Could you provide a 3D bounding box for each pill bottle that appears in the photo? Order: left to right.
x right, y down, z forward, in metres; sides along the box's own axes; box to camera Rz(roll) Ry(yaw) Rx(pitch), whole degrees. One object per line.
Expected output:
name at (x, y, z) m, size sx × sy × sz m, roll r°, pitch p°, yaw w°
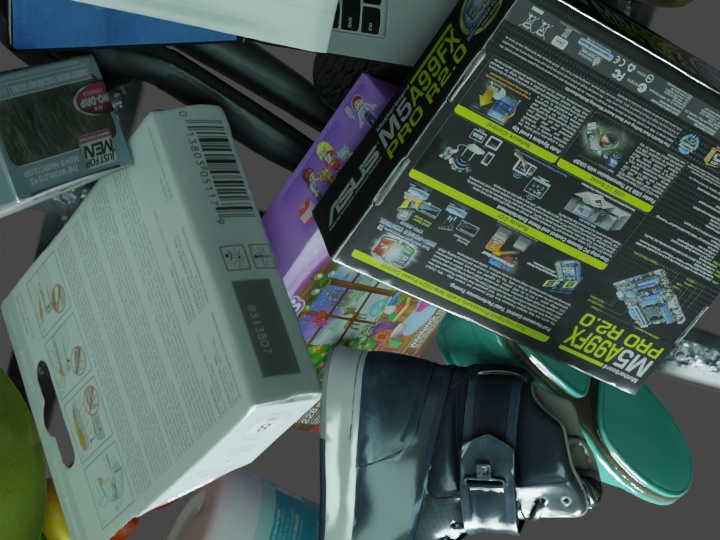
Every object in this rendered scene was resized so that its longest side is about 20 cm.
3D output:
pill bottle at (-0.019, 0.201, 0.984) m, size 0.199 × 0.111 × 0.111 m, roll 28°, pitch 113°, yaw -16°

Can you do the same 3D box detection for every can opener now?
can opener at (-0.089, -0.109, 0.858) m, size 0.199 × 0.079 × 0.064 m, roll 23°, pitch 76°, yaw -17°

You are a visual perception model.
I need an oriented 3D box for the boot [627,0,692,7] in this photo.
boot at (0.178, -0.209, 0.802) m, size 0.075 × 0.074 × 0.200 m, roll 20°, pitch 129°, yaw -25°

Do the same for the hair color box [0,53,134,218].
hair color box at (-0.221, -0.040, 0.819) m, size 0.199 × 0.099 × 0.061 m, roll -18°, pitch 96°, yaw 28°

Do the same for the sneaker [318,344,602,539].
sneaker at (0.051, 0.144, 0.875) m, size 0.145 × 0.077 × 0.204 m, roll 3°, pitch 104°, yaw 6°

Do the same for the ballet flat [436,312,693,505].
ballet flat at (0.111, 0.071, 0.947) m, size 0.070 × 0.068 × 0.200 m, roll -15°, pitch 137°, yaw 38°

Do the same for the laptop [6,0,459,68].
laptop at (-0.045, -0.185, 0.758) m, size 0.198 × 0.116 × 0.189 m, roll 12°, pitch 111°, yaw 23°

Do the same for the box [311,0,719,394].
box at (0.102, -0.041, 0.807) m, size 0.199 × 0.044 × 0.161 m, roll 23°, pitch 116°, yaw -29°

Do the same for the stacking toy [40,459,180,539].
stacking toy at (-0.177, 0.156, 0.979) m, size 0.199 × 0.086 × 0.086 m, roll -36°, pitch 114°, yaw 9°

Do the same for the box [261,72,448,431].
box at (0.000, 0.000, 0.883) m, size 0.136 × 0.039 × 0.201 m, roll 12°, pitch 123°, yaw -46°

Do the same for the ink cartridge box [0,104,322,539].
ink cartridge box at (-0.108, 0.037, 0.860) m, size 0.057 × 0.164 × 0.200 m, roll -6°, pitch 155°, yaw -34°

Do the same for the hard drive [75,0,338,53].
hard drive at (-0.057, -0.207, 0.731) m, size 0.131 × 0.027 × 0.202 m, roll 11°, pitch 108°, yaw -7°

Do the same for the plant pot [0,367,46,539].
plant pot at (-0.284, 0.125, 0.849) m, size 0.185 × 0.200 × 0.189 m, roll 1°, pitch 94°, yaw 12°

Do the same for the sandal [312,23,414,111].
sandal at (0.057, -0.149, 0.834) m, size 0.048 × 0.076 × 0.200 m, roll 28°, pitch 123°, yaw -36°
